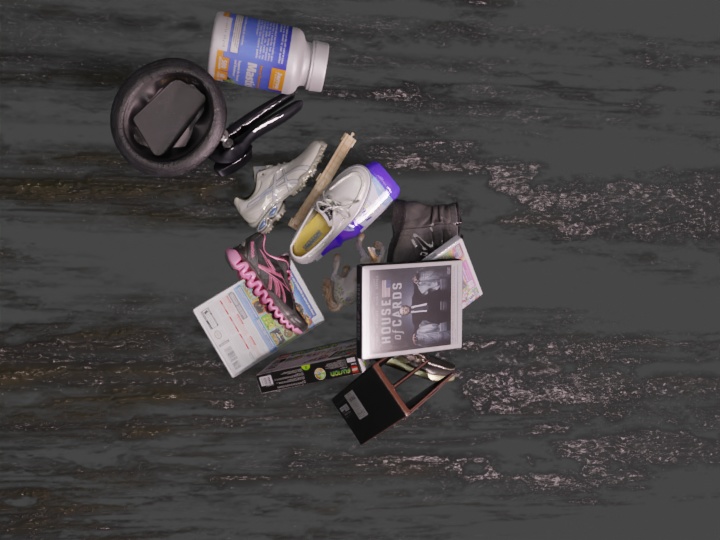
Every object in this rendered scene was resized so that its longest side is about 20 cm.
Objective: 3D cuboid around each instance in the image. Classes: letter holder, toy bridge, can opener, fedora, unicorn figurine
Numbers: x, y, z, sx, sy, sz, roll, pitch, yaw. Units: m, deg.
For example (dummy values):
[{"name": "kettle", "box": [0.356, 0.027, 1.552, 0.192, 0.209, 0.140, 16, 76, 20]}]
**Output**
[{"name": "letter holder", "box": [0.059, 0.205, 1.442, 0.141, 0.200, 0.101, -32, 81, -33]}, {"name": "toy bridge", "box": [-0.067, -0.160, 1.451, 0.027, 0.067, 0.202, 32, 91, -9]}, {"name": "can opener", "box": [-0.189, -0.251, 1.431, 0.199, 0.079, 0.063, -42, 77, -9]}, {"name": "fedora", "box": [-0.322, -0.258, 1.390, 0.196, 0.092, 0.205, -1, 98, -6]}, {"name": "unicorn figurine", "box": [0.000, 0.000, 1.417, 0.073, 0.139, 0.202, 17, 127, -18]}]

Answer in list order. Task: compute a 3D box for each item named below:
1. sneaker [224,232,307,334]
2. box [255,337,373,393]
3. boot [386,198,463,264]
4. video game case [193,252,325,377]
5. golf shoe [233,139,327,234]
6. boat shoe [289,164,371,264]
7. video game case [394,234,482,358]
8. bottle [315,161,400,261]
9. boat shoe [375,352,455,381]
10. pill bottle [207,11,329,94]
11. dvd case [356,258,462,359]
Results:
[{"name": "sneaker", "box": [-0.146, 0.020, 1.426, 0.095, 0.079, 0.201, -41, 102, -15]}, {"name": "box", "box": [-0.072, 0.162, 1.420, 0.196, 0.110, 0.035, -14, 98, 22]}, {"name": "boot", "box": [0.114, -0.031, 1.433, 0.129, 0.070, 0.204, 6, 77, 7]}, {"name": "video game case", "box": [-0.182, 0.080, 1.475, 0.198, 0.018, 0.145, -31, 99, -4]}, {"name": "golf shoe", "box": [-0.142, -0.165, 1.438, 0.097, 0.078, 0.201, 40, 88, -4]}, {"name": "boat shoe", "box": [-0.055, -0.099, 1.387, 0.074, 0.086, 0.202, 42, 91, 4]}, {"name": "video game case", "box": [0.113, 0.047, 1.418, 0.198, 0.018, 0.144, -35, 131, -8]}, {"name": "bottle", "box": [-0.022, -0.103, 1.464, 0.200, 0.065, 0.084, -43, 101, -2]}, {"name": "boat shoe", "box": [0.088, 0.149, 1.503, 0.197, 0.072, 0.067, 18, 98, -5]}, {"name": "pill bottle", "box": [-0.156, -0.365, 1.393, 0.196, 0.112, 0.115, 10, 94, -9]}, {"name": "dvd case", "box": [0.083, 0.061, 1.346, 0.196, 0.025, 0.154, -4, 98, -29]}]
